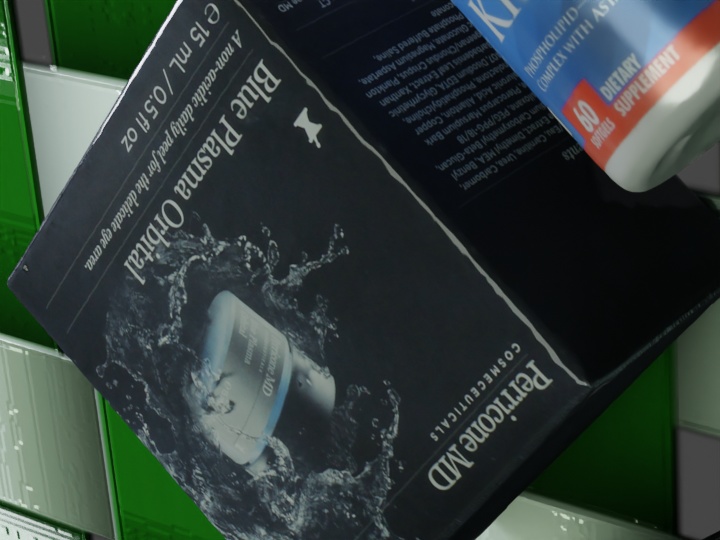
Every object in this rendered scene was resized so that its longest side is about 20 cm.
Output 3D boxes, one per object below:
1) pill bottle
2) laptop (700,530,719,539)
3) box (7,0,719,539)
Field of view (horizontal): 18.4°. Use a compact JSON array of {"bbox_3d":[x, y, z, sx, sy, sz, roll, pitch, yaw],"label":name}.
[{"bbox_3d":[0.061,-0.133,0.706,0.200,0.112,0.112,48,134,10],"label":"pill bottle"},{"bbox_3d":[0.137,0.207,0.764,0.177,0.103,0.200,-29,110,10],"label":"laptop"},{"bbox_3d":[0.000,0.000,0.825,0.200,0.117,0.197,47,134,10],"label":"box"}]
